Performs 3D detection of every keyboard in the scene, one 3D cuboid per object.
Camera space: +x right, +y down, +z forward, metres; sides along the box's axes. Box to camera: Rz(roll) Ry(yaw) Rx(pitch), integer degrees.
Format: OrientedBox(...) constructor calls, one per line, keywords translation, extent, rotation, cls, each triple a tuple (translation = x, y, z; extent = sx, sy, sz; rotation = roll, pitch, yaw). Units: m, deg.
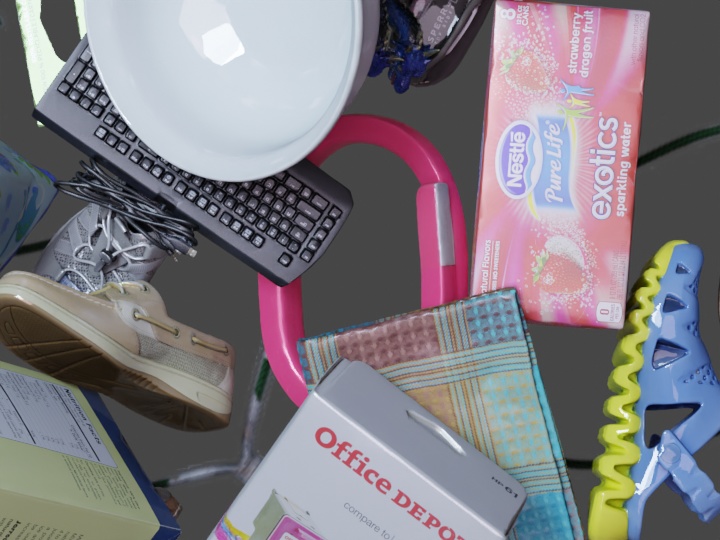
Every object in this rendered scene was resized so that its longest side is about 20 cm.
OrientedBox(translation=(-0.108, -0.060, 1.345), extent=(0.200, 0.040, 0.104), rotation=(34, 88, -4), cls="keyboard")

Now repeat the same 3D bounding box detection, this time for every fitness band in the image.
OrientedBox(translation=(0.000, 0.000, 1.392), extent=(0.143, 0.037, 0.201), rotation=(-1, 90, 33), cls="fitness band")

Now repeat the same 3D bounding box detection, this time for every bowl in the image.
OrientedBox(translation=(-0.061, -0.159, 1.298), extent=(0.200, 0.090, 0.202), rotation=(9, 106, 32), cls="bowl")

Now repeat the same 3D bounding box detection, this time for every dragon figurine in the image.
OrientedBox(translation=(0.032, -0.207, 1.346), extent=(0.099, 0.059, 0.201), rotation=(34, 101, 41), cls="dragon figurine")

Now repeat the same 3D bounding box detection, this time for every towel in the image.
OrientedBox(translation=(0.053, 0.122, 1.346), extent=(0.146, 0.022, 0.201), rotation=(-14, 101, 4), cls="towel")

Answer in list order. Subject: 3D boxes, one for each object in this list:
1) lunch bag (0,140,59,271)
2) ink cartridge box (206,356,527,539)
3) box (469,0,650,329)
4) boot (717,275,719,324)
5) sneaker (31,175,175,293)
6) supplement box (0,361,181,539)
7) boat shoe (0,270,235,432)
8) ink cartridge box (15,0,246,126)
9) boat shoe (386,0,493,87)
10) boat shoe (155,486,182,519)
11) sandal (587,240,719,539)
OrientedBox(translation=(-0.298, -0.005, 1.372), extent=(0.127, 0.170, 0.200), rotation=(38, 93, 6), cls="lunch bag")
OrientedBox(translation=(-0.015, 0.176, 1.309), extent=(0.144, 0.085, 0.200), rotation=(36, 107, 4), cls="ink cartridge box")
OrientedBox(translation=(0.125, -0.066, 1.377), extent=(0.099, 0.095, 0.201), rotation=(5, 92, 5), cls="box")
OrientedBox(translation=(0.270, 0.063, 1.349), extent=(0.077, 0.138, 0.201), rotation=(-7, 90, 4), cls="boot")
OrientedBox(translation=(-0.160, -0.022, 1.405), extent=(0.075, 0.082, 0.200), rotation=(36, 94, 2), cls="sneaker")
OrientedBox(translation=(-0.259, 0.165, 1.319), extent=(0.200, 0.199, 0.134), rotation=(-50, 50, 16), cls="supplement box")
OrientedBox(translation=(-0.154, 0.039, 1.369), extent=(0.072, 0.200, 0.065), rotation=(-11, 59, 42), cls="boat shoe")
OrientedBox(translation=(-0.130, -0.179, 1.402), extent=(0.199, 0.076, 0.149), rotation=(-10, 91, 3), cls="ink cartridge box")
OrientedBox(translation=(0.071, -0.212, 1.396), extent=(0.067, 0.057, 0.201), rotation=(22, 93, 3), cls="boat shoe")
OrientedBox(translation=(-0.169, 0.231, 1.422), extent=(0.072, 0.076, 0.200), rotation=(34, 103, -1), cls="boat shoe")
OrientedBox(translation=(0.198, 0.082, 1.382), extent=(0.087, 0.079, 0.201), rotation=(9, 91, 5), cls="sandal")
